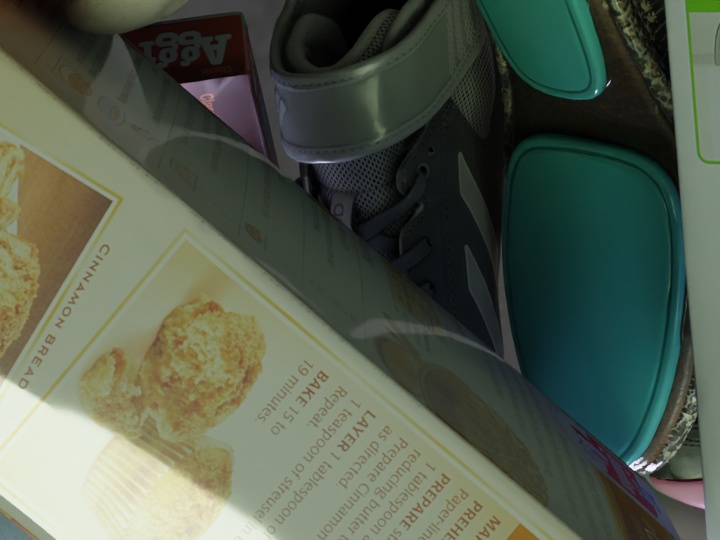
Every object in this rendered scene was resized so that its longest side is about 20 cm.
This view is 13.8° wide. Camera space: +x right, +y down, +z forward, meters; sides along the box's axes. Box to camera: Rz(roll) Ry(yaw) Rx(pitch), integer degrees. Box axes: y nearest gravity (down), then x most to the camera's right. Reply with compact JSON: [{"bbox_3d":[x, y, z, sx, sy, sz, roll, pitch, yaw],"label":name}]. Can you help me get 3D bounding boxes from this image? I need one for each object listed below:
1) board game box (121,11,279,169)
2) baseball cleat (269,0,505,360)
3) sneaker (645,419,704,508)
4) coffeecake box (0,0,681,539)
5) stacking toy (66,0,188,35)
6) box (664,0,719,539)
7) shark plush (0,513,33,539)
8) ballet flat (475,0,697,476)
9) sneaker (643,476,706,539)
[{"bbox_3d":[-0.070,-0.009,0.792,0.102,0.020,0.200,-9,157,1],"label":"board game box"},{"bbox_3d":[0.000,0.000,0.742,0.069,0.201,0.106,-4,158,21],"label":"baseball cleat"},{"bbox_3d":[0.161,-0.001,0.857,0.199,0.079,0.096,-25,109,16],"label":"sneaker"},{"bbox_3d":[-0.023,0.028,0.632,0.200,0.154,0.073,40,96,-8],"label":"coffeecake box"},{"bbox_3d":[-0.092,-0.152,0.595,0.199,0.146,0.146,29,126,-9],"label":"stacking toy"},{"bbox_3d":[0.172,-0.028,0.621,0.199,0.097,0.178,1,106,31],"label":"box"},{"bbox_3d":[-0.069,0.047,0.822,0.083,0.091,0.200,27,158,-3],"label":"shark plush"},{"bbox_3d":[0.064,-0.046,0.707,0.075,0.068,0.201,-36,126,-32],"label":"ballet flat"},{"bbox_3d":[0.140,0.098,0.944,0.088,0.075,0.200,-38,134,15],"label":"sneaker"}]
